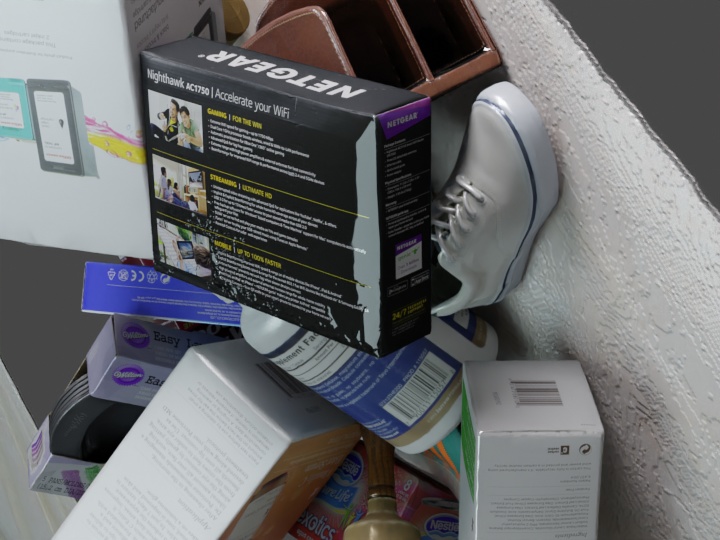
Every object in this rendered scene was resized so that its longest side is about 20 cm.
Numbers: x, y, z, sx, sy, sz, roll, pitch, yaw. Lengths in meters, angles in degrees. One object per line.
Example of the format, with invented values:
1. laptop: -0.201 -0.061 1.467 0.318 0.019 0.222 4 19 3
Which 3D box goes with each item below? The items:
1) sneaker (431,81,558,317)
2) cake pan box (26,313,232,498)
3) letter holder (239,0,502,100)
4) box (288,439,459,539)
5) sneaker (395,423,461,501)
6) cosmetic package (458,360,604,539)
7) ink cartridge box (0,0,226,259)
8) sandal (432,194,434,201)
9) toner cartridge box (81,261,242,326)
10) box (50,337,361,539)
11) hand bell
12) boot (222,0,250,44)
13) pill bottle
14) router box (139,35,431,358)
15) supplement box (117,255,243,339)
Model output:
1. sneaker: 0.074 -0.033 1.076 0.073 0.071 0.200 47 153 28
2. cake pan box: -0.159 0.127 1.413 0.184 0.200 0.052 -53 35 33
3. letter holder: -0.021 -0.154 1.094 0.142 0.100 0.200 64 157 -4
4. box: 0.014 0.199 1.378 0.103 0.095 0.200 30 176 -29
5. sneaker: 0.079 0.116 1.255 0.200 0.071 0.080 38 129 52
6. cosmetic package: 0.109 0.170 1.119 0.108 0.085 0.201 -96 7 -69
7. ink cartridge box: -0.181 -0.134 1.137 0.146 0.147 0.200 8 126 17
8. sandal: -0.003 -0.004 1.266 0.078 0.070 0.212 53 156 16
9. toner cartridge box: -0.114 0.022 1.370 0.200 0.095 0.043 5 88 23
10. box: -0.110 0.159 1.282 0.106 0.152 0.200 41 108 16
11. hand bell: 0.016 0.157 1.243 0.104 0.104 0.200 116 157 -63
12. boot: -0.196 -0.192 1.243 0.200 0.073 0.155 37 128 -6
13. pill bottle: -0.012 0.030 1.180 0.200 0.111 0.111 36 161 -15
14. router box: -0.047 -0.048 1.022 0.200 0.051 0.150 20 121 38
15. supplement box: -0.130 0.018 1.499 0.200 0.109 0.061 61 157 -3
